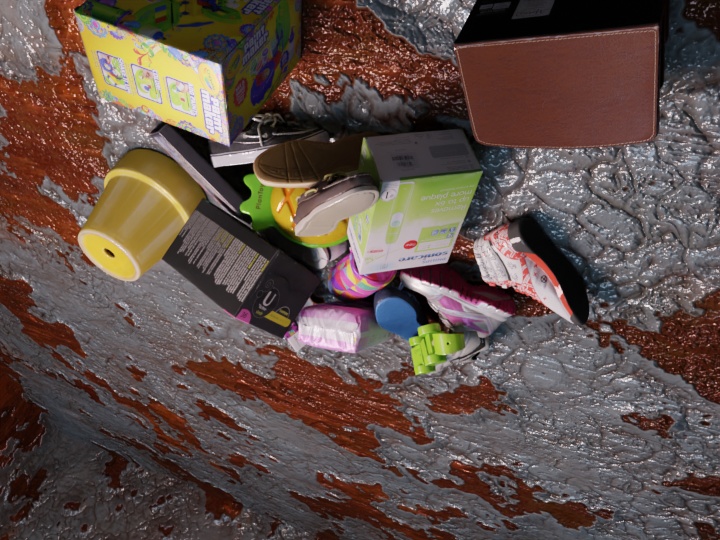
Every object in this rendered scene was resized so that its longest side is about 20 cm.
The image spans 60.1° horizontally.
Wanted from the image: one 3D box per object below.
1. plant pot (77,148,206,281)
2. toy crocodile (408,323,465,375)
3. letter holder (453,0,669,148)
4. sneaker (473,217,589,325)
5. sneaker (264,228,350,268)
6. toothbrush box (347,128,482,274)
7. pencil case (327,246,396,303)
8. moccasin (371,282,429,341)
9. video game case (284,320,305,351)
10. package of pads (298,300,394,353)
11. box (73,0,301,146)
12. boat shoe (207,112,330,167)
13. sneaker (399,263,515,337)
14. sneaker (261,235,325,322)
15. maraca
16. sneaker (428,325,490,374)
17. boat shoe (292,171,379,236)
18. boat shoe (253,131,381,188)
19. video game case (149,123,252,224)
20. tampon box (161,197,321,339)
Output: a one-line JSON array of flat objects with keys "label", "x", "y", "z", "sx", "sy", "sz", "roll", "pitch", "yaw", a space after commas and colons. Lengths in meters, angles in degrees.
[{"label": "plant pot", "x": -0.419, "y": -0.093, "z": 1.172, "sx": 0.199, "sy": 0.190, "sz": 0.202, "roll": 18, "pitch": 143, "yaw": 15}, {"label": "toy crocodile", "x": 0.127, "y": 0.138, "z": 1.087, "sx": 0.061, "sy": 0.068, "sz": 0.200, "roll": -8, "pitch": 162, "yaw": -11}, {"label": "letter holder", "x": 0.221, "y": -0.217, "z": 0.675, "sx": 0.198, "sy": 0.101, "sz": 0.143, "roll": 5, "pitch": 140, "yaw": 29}, {"label": "sneaker", "x": 0.259, "y": 0.011, "z": 0.955, "sx": 0.202, "sy": 0.067, "sz": 0.107, "roll": 47, "pitch": 141, "yaw": -19}, {"label": "sneaker", "x": -0.105, "y": -0.079, "z": 1.084, "sx": 0.199, "sy": 0.080, "sz": 0.077, "roll": 36, "pitch": 144, "yaw": 24}, {"label": "toothbrush box", "x": 0.069, "y": -0.093, "z": 0.881, "sx": 0.144, "sy": 0.087, "sz": 0.201, "roll": -8, "pitch": 147, "yaw": -15}, {"label": "pencil case", "x": 0.000, "y": 0.000, "z": 1.057, "sx": 0.088, "sy": 0.089, "sz": 0.200, "roll": 32, "pitch": 160, "yaw": -5}, {"label": "moccasin", "x": 0.066, "y": 0.069, "z": 1.102, "sx": 0.080, "sy": 0.069, "sz": 0.200, "roll": -18, "pitch": 151, "yaw": 11}, {"label": "video game case", "x": -0.195, "y": 0.047, "z": 1.240, "sx": 0.200, "sy": 0.036, "sz": 0.182, "roll": 40, "pitch": 162, "yaw": 46}, {"label": "package of pads", "x": -0.017, "y": 0.099, "z": 1.146, "sx": 0.119, "sy": 0.077, "sz": 0.200, "roll": 9, "pitch": -175, "yaw": 23}, {"label": "box", "x": -0.201, "y": -0.290, "z": 0.776, "sx": 0.191, "sy": 0.201, "sz": 0.123, "roll": 22, "pitch": 144, "yaw": 10}, {"label": "boat shoe", "x": -0.144, "y": -0.206, "z": 0.954, "sx": 0.197, "sy": 0.074, "sz": 0.069, "roll": -4, "pitch": 106, "yaw": 23}, {"label": "sneaker", "x": 0.153, "y": 0.055, "z": 1.043, "sx": 0.198, "sy": 0.081, "sz": 0.089, "roll": 25, "pitch": 121, "yaw": 5}, {"label": "sneaker", "x": -0.138, "y": 0.002, "z": 1.223, "sx": 0.084, "sy": 0.073, "sz": 0.201, "roll": -28, "pitch": 113, "yaw": 11}, {"label": "maraca", "x": -0.091, "y": -0.109, "z": 0.983, "sx": 0.197, "sy": 0.139, "sz": 0.107, "roll": 8, "pitch": 178, "yaw": 3}, {"label": "sneaker", "x": 0.178, "y": 0.156, "z": 1.178, "sx": 0.087, "sy": 0.077, "sz": 0.200, "roll": 11, "pitch": 157, "yaw": -12}, {"label": "boat shoe", "x": -0.039, "y": -0.096, "z": 0.830, "sx": 0.071, "sy": 0.060, "sz": 0.200, "roll": -2, "pitch": 169, "yaw": -26}, {"label": "boat shoe", "x": -0.055, "y": -0.146, "z": 0.901, "sx": 0.198, "sy": 0.074, "sz": 0.069, "roll": -10, "pitch": 159, "yaw": -13}, {"label": "video game case", "x": -0.267, "y": -0.164, "z": 1.049, "sx": 0.200, "sy": 0.026, "sz": 0.180, "roll": 47, "pitch": 172, "yaw": -24}, {"label": "tampon box", "x": -0.197, "y": -0.002, "z": 1.040, "sx": 0.199, "sy": 0.127, "sz": 0.150, "roll": 33, "pitch": 178, "yaw": 31}]
